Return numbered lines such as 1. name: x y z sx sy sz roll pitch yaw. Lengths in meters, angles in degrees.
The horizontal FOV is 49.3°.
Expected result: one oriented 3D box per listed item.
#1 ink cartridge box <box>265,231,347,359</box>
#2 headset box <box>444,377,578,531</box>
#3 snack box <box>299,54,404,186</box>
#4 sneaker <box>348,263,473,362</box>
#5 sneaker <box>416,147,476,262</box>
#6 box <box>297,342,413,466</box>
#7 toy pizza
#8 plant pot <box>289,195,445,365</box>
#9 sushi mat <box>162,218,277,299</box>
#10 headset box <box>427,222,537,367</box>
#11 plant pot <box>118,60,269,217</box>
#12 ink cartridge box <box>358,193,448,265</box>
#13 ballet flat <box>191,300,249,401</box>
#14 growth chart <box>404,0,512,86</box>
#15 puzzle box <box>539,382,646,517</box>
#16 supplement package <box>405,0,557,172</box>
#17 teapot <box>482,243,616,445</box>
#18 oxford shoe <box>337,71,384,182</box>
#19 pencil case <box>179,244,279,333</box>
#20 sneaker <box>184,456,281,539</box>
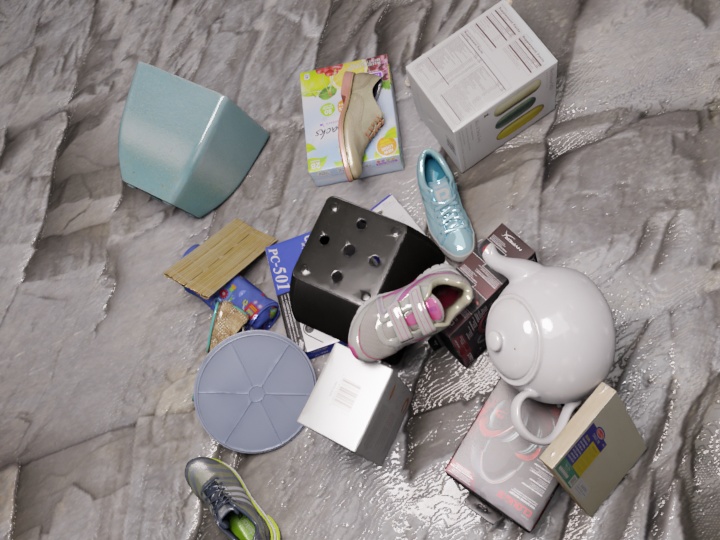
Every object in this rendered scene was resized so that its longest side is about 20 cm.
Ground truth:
1. ink cartridge box: -0.092 0.043 1.323 0.092 0.044 0.203 -19 69 5
2. headset box: 0.226 0.270 1.147 0.147 0.075 0.202 31 81 20
3. snack box: -0.016 -0.267 1.396 0.165 0.068 0.204 -10 72 9
4. sneaker: 0.071 0.055 1.062 0.198 0.088 0.082 -35 100 -15
5. sneaker: 0.134 -0.111 1.301 0.073 0.082 0.203 -24 68 5
6. box: -0.001 0.203 1.164 0.096 0.200 0.126 23 77 19
7. toy pizza: -0.168 0.193 1.256 0.196 0.032 0.205 -2 100 -12
8. plant pot: 0.000 0.000 1.201 0.197 0.178 0.202 23 78 16
9. sushi mat: -0.235 -0.023 1.330 0.095 0.012 0.200 28 43 16
10. headset box: 0.181 0.049 1.197 0.200 0.149 0.075 -44 60 -3
11. plant pot: -0.311 -0.213 1.390 0.193 0.196 0.203 23 88 19
12. ink cartridge box: 0.073 -0.024 1.310 0.099 0.039 0.201 -36 69 0
13. ballet flat: -0.225 0.145 1.277 0.064 0.071 0.203 16 118 -6
14. growth chart: 0.165 -0.392 1.361 0.198 0.145 0.018 -34 89 -4
15. puzzle box: 0.324 0.249 1.076 0.133 0.200 0.025 -47 45 -6
16. supplement package: 0.204 -0.304 1.310 0.198 0.152 0.152 -34 68 0
17. teapot: 0.236 0.095 1.062 0.143 0.201 0.201 -5 35 -27
18. oxford shoe: 0.003 -0.245 1.313 0.072 0.071 0.204 0 73 9
19. pencil case: -0.229 0.041 1.340 0.199 0.078 0.088 36 95 21
20. sneaker: -0.206 0.364 1.224 0.199 0.081 0.074 38 83 22
